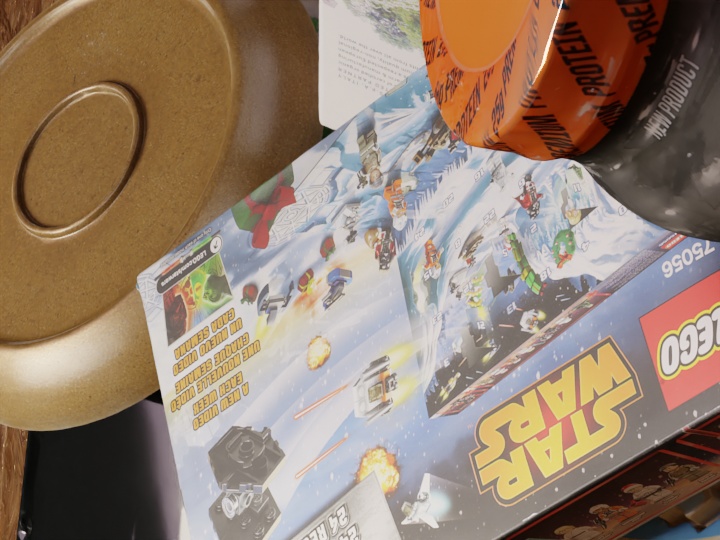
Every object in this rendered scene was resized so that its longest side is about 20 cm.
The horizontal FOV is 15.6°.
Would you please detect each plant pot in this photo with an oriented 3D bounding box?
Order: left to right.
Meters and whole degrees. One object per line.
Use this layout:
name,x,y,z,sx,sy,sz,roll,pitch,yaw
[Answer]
plant pot,-0.100,-0.038,0.991,0.199,0.027,0.201,-22,52,30

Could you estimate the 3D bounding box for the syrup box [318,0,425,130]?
syrup box,0.038,-0.121,0.863,0.082,0.078,0.200,-58,-18,-30

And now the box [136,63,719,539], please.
box,0.027,0.017,0.711,0.200,0.040,0.137,-34,56,34

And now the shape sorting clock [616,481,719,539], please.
shape sorting clock,0.093,-0.022,0.714,0.199,0.039,0.201,-16,65,38

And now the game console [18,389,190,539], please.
game console,-0.035,0.098,1.014,0.116,0.175,0.201,-140,56,-71

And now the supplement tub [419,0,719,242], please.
supplement tub,0.119,-0.062,0.504,0.122,0.199,0.123,-175,90,-74

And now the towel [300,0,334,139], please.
towel,0.000,0.000,1.018,0.023,0.152,0.201,-22,-59,-73
